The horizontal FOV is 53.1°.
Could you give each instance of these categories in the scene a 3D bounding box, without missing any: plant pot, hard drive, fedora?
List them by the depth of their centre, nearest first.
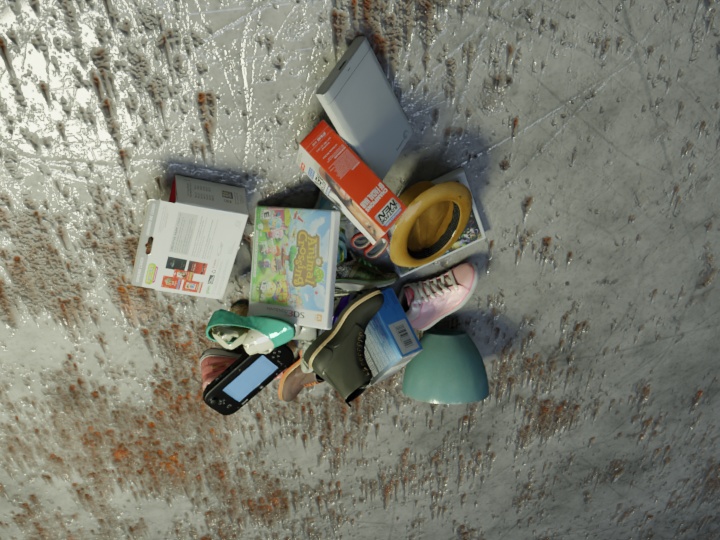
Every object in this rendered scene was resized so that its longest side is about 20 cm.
[{"bbox_3d":[0.012,-0.258,1.189,0.133,0.026,0.201,-57,137,-23],"label":"hard drive"},{"bbox_3d":[0.116,-0.098,1.330,0.197,0.082,0.203,-24,144,-18],"label":"fedora"},{"bbox_3d":[0.191,0.206,1.614,0.194,0.200,0.139,-1,94,-15],"label":"plant pot"}]

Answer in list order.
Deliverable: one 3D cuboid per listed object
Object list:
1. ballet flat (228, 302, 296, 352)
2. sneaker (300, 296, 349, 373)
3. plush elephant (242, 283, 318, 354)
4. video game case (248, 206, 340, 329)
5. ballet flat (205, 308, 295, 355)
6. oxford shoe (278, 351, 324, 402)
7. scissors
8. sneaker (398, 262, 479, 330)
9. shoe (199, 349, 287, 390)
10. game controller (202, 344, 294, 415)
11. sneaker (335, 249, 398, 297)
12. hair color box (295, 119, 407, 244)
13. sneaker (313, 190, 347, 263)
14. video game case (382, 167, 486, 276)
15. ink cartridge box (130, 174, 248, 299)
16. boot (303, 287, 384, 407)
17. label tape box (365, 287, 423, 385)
[{"bbox_3d":[-0.205,0.145,1.511,0.070,0.066,0.199,-35,131,17],"label":"ballet flat"},{"bbox_3d":[-0.050,0.125,1.504,0.098,0.069,0.204,17,100,-28],"label":"sneaker"},{"bbox_3d":[-0.156,0.077,1.400,0.150,0.166,0.205,4,119,0],"label":"plush elephant"},{"bbox_3d":[-0.121,-0.008,1.283,0.178,0.206,0.022,6,-177,31],"label":"video game case"},{"bbox_3d":[-0.203,0.118,1.301,0.196,0.071,0.068,5,141,34],"label":"ballet flat"},{"bbox_3d":[-0.120,0.234,1.595,0.070,0.073,0.202,-14,144,-50],"label":"oxford shoe"},{"bbox_3d":[0.055,-0.094,1.374,0.072,0.014,0.200,27,127,-23],"label":"scissors"},{"bbox_3d":[0.154,0.048,1.518,0.103,0.077,0.200,24,125,-38],"label":"sneaker"},{"bbox_3d":[-0.249,0.231,1.557,0.195,0.092,0.072,10,128,-23],"label":"shoe"},{"bbox_3d":[-0.228,0.216,1.473,0.199,0.042,0.105,-40,129,1],"label":"game controller"},{"bbox_3d":[0.000,0.000,1.435,0.197,0.091,0.076,-4,170,-44],"label":"sneaker"},{"bbox_3d":[-0.019,-0.144,1.206,0.200,0.111,0.064,45,78,-1],"label":"hair color box"},{"bbox_3d":[-0.041,-0.090,1.304,0.078,0.132,0.203,11,127,-22],"label":"sneaker"},{"bbox_3d":[0.137,-0.091,1.428,0.196,0.024,0.183,-25,132,5],"label":"video game case"},{"bbox_3d":[-0.309,-0.059,1.289,0.171,0.085,0.203,9,127,-23],"label":"ink cartridge box"},{"bbox_3d":[0.003,0.147,1.377,0.200,0.138,0.077,-47,151,1],"label":"boot"},{"bbox_3d":[0.035,0.147,1.513,0.062,0.147,0.200,-17,161,-32],"label":"label tape box"}]
